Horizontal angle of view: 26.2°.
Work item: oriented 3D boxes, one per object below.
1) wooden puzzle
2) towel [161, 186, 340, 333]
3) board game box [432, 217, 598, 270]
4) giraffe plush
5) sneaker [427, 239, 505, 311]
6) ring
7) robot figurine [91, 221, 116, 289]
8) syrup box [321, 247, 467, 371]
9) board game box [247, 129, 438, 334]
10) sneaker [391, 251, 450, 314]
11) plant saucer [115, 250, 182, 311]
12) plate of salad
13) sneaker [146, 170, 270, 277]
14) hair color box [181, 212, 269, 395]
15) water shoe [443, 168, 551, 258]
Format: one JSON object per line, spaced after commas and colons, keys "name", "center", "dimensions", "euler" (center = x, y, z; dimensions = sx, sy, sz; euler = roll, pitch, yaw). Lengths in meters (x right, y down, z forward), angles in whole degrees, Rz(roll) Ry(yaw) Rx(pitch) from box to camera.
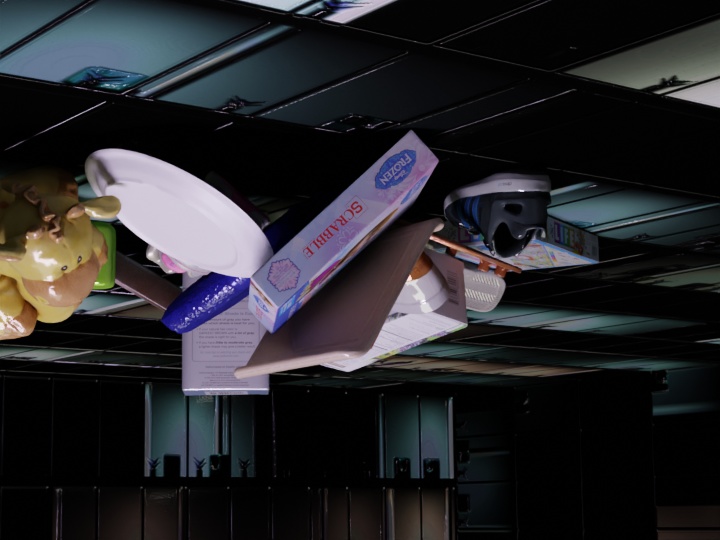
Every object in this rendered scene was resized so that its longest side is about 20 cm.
{"name": "wooden puzzle", "center": [-0.018, 0.033, 1.541], "dimensions": [0.184, 0.201, 0.037], "euler": [-13, 123, 46]}
{"name": "towel", "center": [-0.109, -0.014, 1.616], "dimensions": [0.199, 0.050, 0.147], "euler": [-35, 178, 28]}
{"name": "board game box", "center": [0.190, -0.033, 1.868], "dimensions": [0.133, 0.035, 0.199], "euler": [-6, 170, 29]}
{"name": "giraffe plush", "center": [-0.296, -0.027, 1.425], "dimensions": [0.161, 0.174, 0.200], "euler": [9, 149, 48]}
{"name": "sneaker", "center": [0.088, -0.006, 1.945], "dimensions": [0.199, 0.075, 0.085], "euler": [24, -168, -36]}
{"name": "ring", "center": [0.080, -0.031, 1.669], "dimensions": [0.198, 0.019, 0.200], "euler": [21, -176, -1]}
{"name": "robot figurine", "center": [-0.364, -0.017, 1.662], "dimensions": [0.197, 0.117, 0.175], "euler": [0, 179, -5]}
{"name": "syrup box", "center": [0.024, 0.047, 1.777], "dimensions": [0.081, 0.080, 0.199], "euler": [19, 149, -40]}
{"name": "board game box", "center": [-0.021, -0.031, 1.459], "dimensions": [0.199, 0.041, 0.200], "euler": [-43, 177, -9]}
{"name": "sneaker", "center": [0.000, 0.000, 1.680], "dimensions": [0.198, 0.073, 0.085], "euler": [-5, 130, 35]}
{"name": "plant saucer", "center": [-0.274, 0.009, 1.873], "dimensions": [0.199, 0.035, 0.200], "euler": [29, 175, 3]}
{"name": "plate of salad", "center": [-0.165, -0.059, 1.442], "dimensions": [0.198, 0.048, 0.201], "euler": [24, 157, 11]}
{"name": "sneaker", "center": [-0.159, -0.036, 1.564], "dimensions": [0.081, 0.089, 0.200], "euler": [40, 158, -12]}
{"name": "hair color box", "center": [-0.152, 0.038, 1.750], "dimensions": [0.098, 0.203, 0.061], "euler": [0, 171, -4]}
{"name": "water shoe", "center": [0.136, -0.051, 1.607], "dimensions": [0.071, 0.080, 0.200], "euler": [2, 171, -15]}
